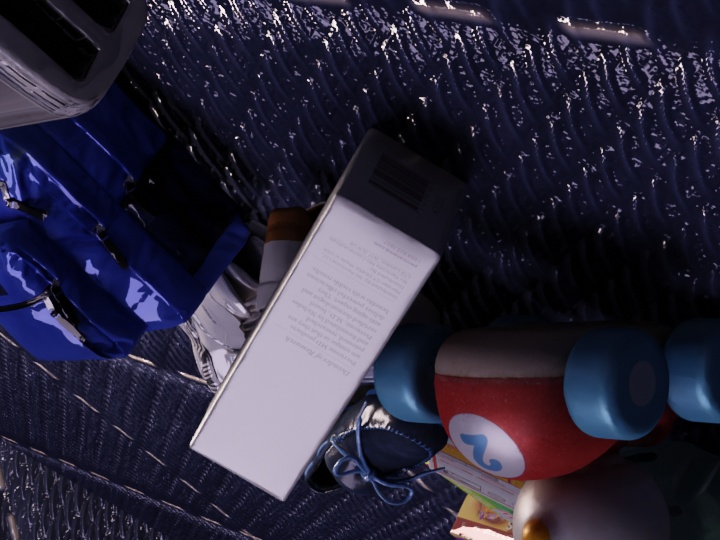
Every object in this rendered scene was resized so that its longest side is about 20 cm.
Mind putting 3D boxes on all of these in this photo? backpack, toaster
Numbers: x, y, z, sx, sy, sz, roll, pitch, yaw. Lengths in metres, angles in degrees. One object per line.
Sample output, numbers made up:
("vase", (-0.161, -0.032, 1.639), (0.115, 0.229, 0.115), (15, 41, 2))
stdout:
("backpack", (-0.200, -0.047, 1.183), (0.162, 0.168, 0.200), (-9, 128, 45))
("toaster", (-0.213, -0.155, 1.003), (0.129, 0.114, 0.200), (4, 148, 49))

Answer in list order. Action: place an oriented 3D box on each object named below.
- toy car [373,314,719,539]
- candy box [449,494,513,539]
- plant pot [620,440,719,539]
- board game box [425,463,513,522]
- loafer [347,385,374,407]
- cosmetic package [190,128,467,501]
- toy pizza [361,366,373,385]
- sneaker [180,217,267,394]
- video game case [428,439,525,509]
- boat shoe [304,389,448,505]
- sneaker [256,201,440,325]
("toy car", (0.124, 0.130, 1.038), (0.176, 0.202, 0.184), (-3, -179, -44))
("candy box", (0.188, 0.285, 1.674), (0.116, 0.057, 0.200), (11, 156, 46))
("plant pot", (0.209, 0.231, 1.184), (0.199, 0.200, 0.197), (19, 143, 29))
("board game box", (0.147, 0.166, 1.423), (0.101, 0.048, 0.200), (37, 161, -20))
("loafer", (-0.005, 0.072, 1.378), (0.063, 0.072, 0.200), (26, 166, 33))
("cosmetic package", (-0.020, 0.027, 1.042), (0.071, 0.102, 0.201), (30, 120, -3))
("toy pizza", (0.037, 0.062, 1.224), (0.198, 0.032, 0.200), (-2, 175, 0))
("sneaker", (-0.082, 0.037, 1.317), (0.115, 0.075, 0.201), (-2, 122, 58))
("video game case", (0.114, 0.148, 1.310), (0.142, 0.018, 0.200), (25, 164, 13))
("boat shoe", (0.012, 0.140, 1.295), (0.084, 0.069, 0.200), (32, 161, -4))
("sneaker", (0.000, 0.000, 1.196), (0.072, 0.085, 0.200), (-5, 167, 27))
